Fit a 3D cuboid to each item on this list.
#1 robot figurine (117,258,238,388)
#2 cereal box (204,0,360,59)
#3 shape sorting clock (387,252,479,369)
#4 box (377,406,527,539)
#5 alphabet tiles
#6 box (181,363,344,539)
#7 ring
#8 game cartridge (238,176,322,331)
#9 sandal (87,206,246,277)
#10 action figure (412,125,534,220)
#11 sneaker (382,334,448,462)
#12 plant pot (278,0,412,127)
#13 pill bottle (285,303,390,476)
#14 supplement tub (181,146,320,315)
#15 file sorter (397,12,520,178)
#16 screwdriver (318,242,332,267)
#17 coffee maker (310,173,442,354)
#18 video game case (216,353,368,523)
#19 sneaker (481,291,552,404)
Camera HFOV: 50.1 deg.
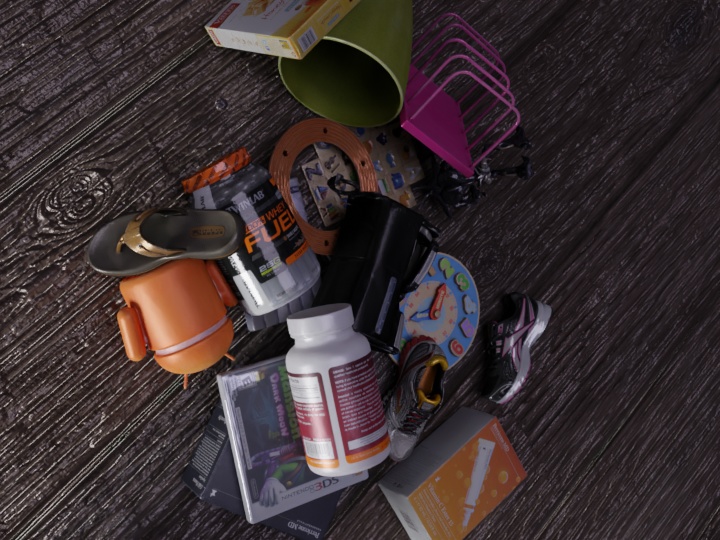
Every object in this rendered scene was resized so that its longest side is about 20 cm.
[{"bbox_3d":[-0.242,0.051,1.019,0.116,0.144,0.201,-19,103,20],"label":"robot figurine"},{"bbox_3d":[-0.104,-0.353,1.039,0.144,0.199,0.040,-50,135,-18],"label":"cereal box"},{"bbox_3d":[0.115,0.070,1.246,0.198,0.039,0.202,-1,91,-27],"label":"shape sorting clock"},{"bbox_3d":[0.149,0.334,1.236,0.199,0.097,0.125,-37,106,-22],"label":"box"},{"bbox_3d":[0.007,-0.154,1.206,0.199,0.006,0.168,-28,103,-24],"label":"alphabet tiles"},{"bbox_3d":[-0.118,0.258,1.092,0.199,0.104,0.183,31,75,-24],"label":"box"},{"bbox_3d":[-0.055,-0.124,1.141,0.199,0.019,0.203,1,88,-38],"label":"ring"},{"bbox_3d":[-0.130,-0.025,1.122,0.129,0.038,0.202,-16,98,-22],"label":"game cartridge"},{"bbox_3d":[-0.239,-0.040,0.933,0.198,0.055,0.083,-3,75,8],"label":"sandal"},{"bbox_3d":[0.176,-0.158,1.245,0.198,0.102,0.120,-19,109,1],"label":"action figure"},{"bbox_3d":[0.080,0.205,1.196,0.077,0.082,0.202,10,102,-23],"label":"sneaker"},{"bbox_3d":[0.002,-0.346,1.116,0.186,0.187,0.201,31,65,-24],"label":"plant pot"},{"bbox_3d":[-0.033,0.149,0.991,0.112,0.113,0.202,-14,97,-26],"label":"pill bottle"},{"bbox_3d":[-0.147,-0.053,1.027,0.122,0.122,0.201,-35,106,-22],"label":"supplement tub"},{"bbox_3d":[0.145,-0.270,1.148,0.138,0.125,0.201,32,34,-26],"label":"file sorter"},{"bbox_3d":[-0.011,0.028,1.182,0.028,0.029,0.201,-41,107,-23],"label":"screwdriver"},{"bbox_3d":[0.000,0.000,1.108,0.191,0.135,0.202,24,77,-14],"label":"coffee maker"},{"bbox_3d":[-0.087,0.213,1.037,0.180,0.023,0.202,-14,95,-28],"label":"video game case"},{"bbox_3d":[0.243,0.126,1.304,0.086,0.080,0.201,32,68,-12],"label":"sneaker"}]
